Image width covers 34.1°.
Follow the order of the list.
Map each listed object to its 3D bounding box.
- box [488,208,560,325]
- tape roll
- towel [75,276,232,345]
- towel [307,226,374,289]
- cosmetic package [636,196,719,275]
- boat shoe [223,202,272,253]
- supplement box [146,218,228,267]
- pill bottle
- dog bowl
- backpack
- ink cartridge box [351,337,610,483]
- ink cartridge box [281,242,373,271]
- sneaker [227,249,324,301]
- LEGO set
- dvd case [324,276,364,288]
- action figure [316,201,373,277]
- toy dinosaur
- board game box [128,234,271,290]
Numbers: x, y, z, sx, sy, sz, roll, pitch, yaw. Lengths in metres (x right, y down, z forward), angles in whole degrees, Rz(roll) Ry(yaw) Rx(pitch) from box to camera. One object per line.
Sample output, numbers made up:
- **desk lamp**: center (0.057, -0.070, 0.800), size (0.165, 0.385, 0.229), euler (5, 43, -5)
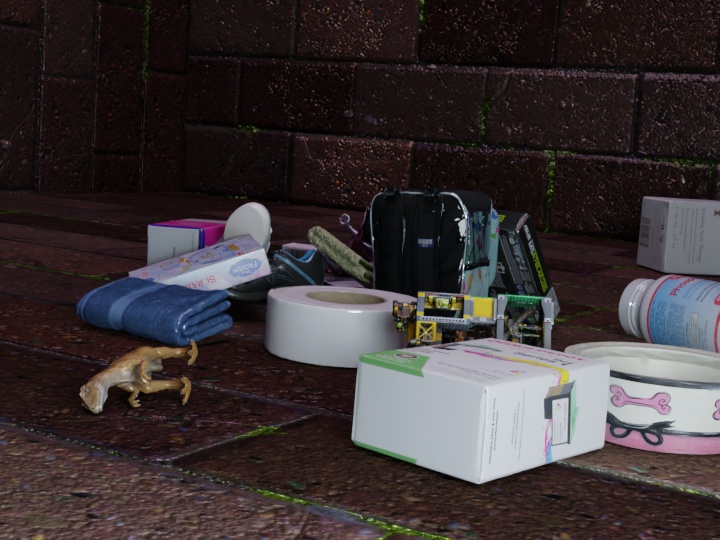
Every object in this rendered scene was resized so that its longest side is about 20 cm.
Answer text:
- **box**: center (0.189, -0.009, 1.769), size (0.191, 0.201, 0.048), euler (11, 49, 39)
- **tape roll**: center (-0.021, 0.067, 1.461), size (0.199, 0.072, 0.202), euler (4, 8, -1)
- **towel**: center (-0.266, 0.048, 1.504), size (0.198, 0.049, 0.111), euler (10, 22, 36)
- **towel**: center (0.000, 0.000, 1.844), size (0.148, 0.037, 0.200), euler (38, 0, -34)
- **cosmetic package**: center (0.777, -0.082, 2.757), size (0.197, 0.170, 0.166), euler (2, 6, -10)
- **boat shoe**: center (-0.174, -0.047, 1.884), size (0.072, 0.201, 0.069), euler (33, 49, 14)
- **supplement box**: center (-0.279, -0.030, 1.986), size (0.102, 0.103, 0.200), euler (5, 6, 13)
- **pill bottle**: center (0.449, 0.065, 1.584), size (0.108, 0.111, 0.199), euler (-1, 8, -35)
- **dog bowl**: center (0.296, 0.124, 1.157), size (0.197, 0.075, 0.200), euler (3, 6, 0)
- **backpack**: center (0.104, -0.011, 1.649), size (0.176, 0.203, 0.150), euler (4, 1, 39)
- **ink cartridge box**: center (0.111, 0.118, 1.047), size (0.144, 0.085, 0.198), euler (10, 8, 41)
- **ink cartridge box**: center (-0.053, -0.031, 2.362), size (0.160, 0.058, 0.200), euler (6, 12, 16)
- **sneaker**: center (-0.149, 0.005, 1.850), size (0.197, 0.083, 0.073), euler (-1, 10, -29)
- **LEGO set**: center (0.126, 0.101, 1.258), size (0.197, 0.118, 0.154), euler (7, -23, -5)
- **dvd case**: center (0.022, 0.031, 2.013), size (0.146, 0.016, 0.200), euler (2, 7, -17)
- **action figure**: center (0.006, -0.037, 2.169), size (0.148, 0.135, 0.200), euler (37, -35, -3)
- **toy dinosaur**: center (-0.214, 0.094, 1.169), size (0.104, 0.061, 0.200), euler (4, 6, 11)
- **board game box**: center (-0.239, 0.004, 1.714), size (0.197, 0.042, 0.200), euler (-18, 10, -8)
